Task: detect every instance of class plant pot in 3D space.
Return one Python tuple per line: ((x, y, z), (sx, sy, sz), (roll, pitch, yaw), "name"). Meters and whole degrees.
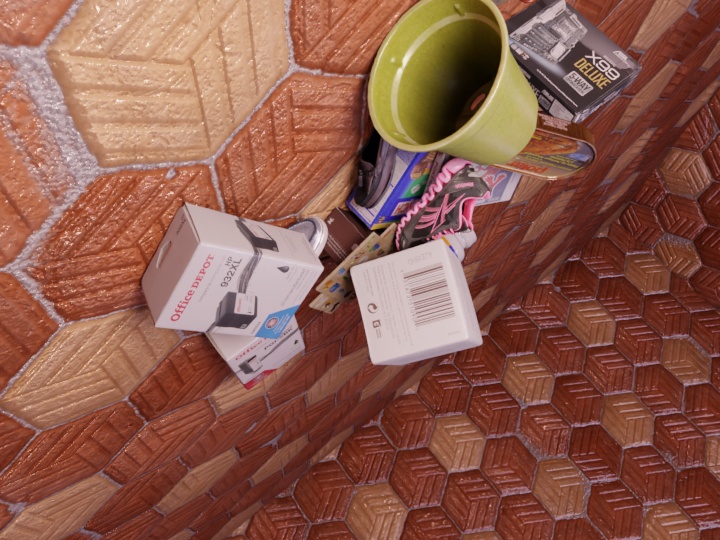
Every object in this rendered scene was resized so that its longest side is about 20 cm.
((0.141, -0.229, 0.787), (0.183, 0.201, 0.201), (13, 123, -50), "plant pot")

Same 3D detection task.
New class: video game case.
((0.207, -0.181, 1.006), (0.197, 0.023, 0.184), (-12, 141, -25), "video game case")

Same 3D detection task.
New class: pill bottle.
((0.174, -0.039, 1.395), (0.199, 0.112, 0.112), (-40, 159, -7), "pill bottle")

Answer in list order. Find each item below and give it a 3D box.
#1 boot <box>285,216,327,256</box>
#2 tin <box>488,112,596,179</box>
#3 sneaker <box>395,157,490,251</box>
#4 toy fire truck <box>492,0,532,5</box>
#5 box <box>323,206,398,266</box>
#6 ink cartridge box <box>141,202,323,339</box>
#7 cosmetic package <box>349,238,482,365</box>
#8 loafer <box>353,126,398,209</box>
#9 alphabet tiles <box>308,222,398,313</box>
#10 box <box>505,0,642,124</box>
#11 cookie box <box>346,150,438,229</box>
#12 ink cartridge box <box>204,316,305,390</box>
((-0.142, -0.019, 0.918), (0.200, 0.073, 0.090), (-43, 154, 4), "boot")
((0.269, -0.194, 0.918), (0.197, 0.042, 0.112), (10, 151, -17), "tin")
((0.134, -0.084, 0.960), (0.079, 0.096, 0.201), (-16, 149, -52), "sneaker")
((0.193, -0.402, 0.739), (0.201, 0.128, 0.175), (-58, 156, 13), "toy fire truck")
((0.008, -0.045, 1.098), (0.075, 0.100, 0.199), (-47, 159, 13), "box")
((-0.173, 0.009, 0.812), (0.198, 0.084, 0.146), (12, 123, -43), "ink cartridge box")
((0.102, 0.063, 1.016), (0.163, 0.167, 0.200), (-17, 165, 15), "cosmetic package")
((0.024, -0.187, 0.918), (0.062, 0.072, 0.201), (1, 130, -34), "loafer")
((0.000, 0.000, 1.024), (0.200, 0.006, 0.166), (-44, 160, 7), "alphabet tiles")
((0.320, -0.337, 0.948), (0.157, 0.201, 0.050), (-34, 162, -17), "box")
((0.092, -0.175, 1.031), (0.170, 0.075, 0.201), (-15, 146, -51), "cookie box")
((-0.190, 0.124, 1.094), (0.146, 0.083, 0.201), (-36, 159, -14), "ink cartridge box")
